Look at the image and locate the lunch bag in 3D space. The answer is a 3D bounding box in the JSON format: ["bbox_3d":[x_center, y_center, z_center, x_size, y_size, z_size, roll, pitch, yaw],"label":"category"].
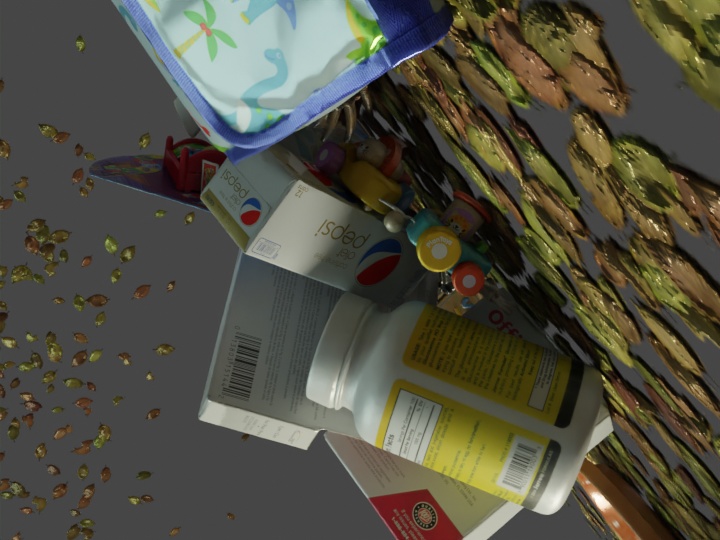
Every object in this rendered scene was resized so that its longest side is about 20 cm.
[{"bbox_3d":[-0.049,-0.145,0.396,0.171,0.127,0.200,55,165,-12],"label":"lunch bag"}]

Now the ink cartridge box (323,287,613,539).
[{"bbox_3d":[0.093,0.137,0.798,0.145,0.200,0.083,50,-179,27],"label":"ink cartridge box"}]

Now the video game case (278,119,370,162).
[{"bbox_3d":[-0.069,-0.149,0.840,0.183,0.022,0.200,53,-153,-3],"label":"video game case"}]

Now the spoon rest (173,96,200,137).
[{"bbox_3d":[-0.083,-0.160,0.907,0.199,0.061,0.100,-13,-109,-52],"label":"spoon rest"}]

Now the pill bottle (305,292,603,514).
[{"bbox_3d":[0.066,0.090,0.692,0.198,0.113,0.112,21,173,9],"label":"pill bottle"}]

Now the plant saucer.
[{"bbox_3d":[0.296,0.277,0.974,0.201,0.032,0.200,54,179,2],"label":"plant saucer"}]

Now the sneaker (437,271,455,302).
[{"bbox_3d":[0.000,0.000,0.895,0.071,0.199,0.098,80,173,-52],"label":"sneaker"}]

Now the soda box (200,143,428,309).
[{"bbox_3d":[-0.023,-0.032,0.706,0.068,0.064,0.199,46,-167,34],"label":"soda box"}]

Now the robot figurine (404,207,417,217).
[{"bbox_3d":[-0.025,-0.053,1.015,0.199,0.151,0.124,25,-173,40],"label":"robot figurine"}]

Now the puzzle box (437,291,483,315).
[{"bbox_3d":[0.076,0.108,0.928,0.133,0.200,0.025,52,150,-9],"label":"puzzle box"}]

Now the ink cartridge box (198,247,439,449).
[{"bbox_3d":[-0.028,0.051,0.789,0.175,0.201,0.045,17,143,-11],"label":"ink cartridge box"}]

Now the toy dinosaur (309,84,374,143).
[{"bbox_3d":[-0.031,-0.138,0.692,0.135,0.087,0.200,20,-176,18],"label":"toy dinosaur"}]

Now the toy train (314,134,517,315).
[{"bbox_3d":[0.047,-0.054,0.711,0.200,0.056,0.150,45,-167,28],"label":"toy train"}]

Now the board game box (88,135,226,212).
[{"bbox_3d":[-0.130,-0.094,0.821,0.199,0.039,0.158,18,-162,22],"label":"board game box"}]
